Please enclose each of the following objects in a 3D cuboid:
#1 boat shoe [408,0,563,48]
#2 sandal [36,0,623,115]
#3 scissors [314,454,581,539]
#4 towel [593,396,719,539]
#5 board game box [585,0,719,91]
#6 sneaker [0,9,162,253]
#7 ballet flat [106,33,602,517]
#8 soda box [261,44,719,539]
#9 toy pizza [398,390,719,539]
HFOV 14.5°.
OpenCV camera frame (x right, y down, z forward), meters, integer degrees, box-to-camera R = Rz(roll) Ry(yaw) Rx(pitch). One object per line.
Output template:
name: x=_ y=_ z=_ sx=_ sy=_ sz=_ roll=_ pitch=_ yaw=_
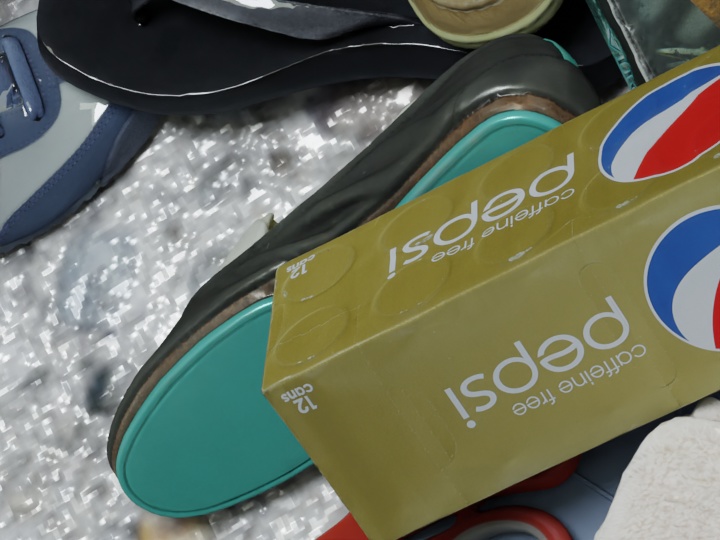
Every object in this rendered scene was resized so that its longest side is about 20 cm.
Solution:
boat shoe: x=0.022 y=-0.168 z=0.860 sx=0.073 sy=0.063 sz=0.202 roll=-7 pitch=81 yaw=25
sandal: x=-0.008 y=-0.094 z=0.905 sx=0.199 sy=0.043 sz=0.077 roll=-2 pitch=63 yaw=10
scissors: x=-0.018 y=0.092 z=0.863 sx=0.199 sy=0.014 sz=0.074 roll=-19 pitch=71 yaw=27
towel: x=0.106 y=0.127 z=0.715 sx=0.132 sy=0.035 sz=0.201 roll=13 pitch=58 yaw=18
board game box: x=0.150 y=-0.132 z=0.829 sx=0.199 sy=0.028 sz=0.136 roll=-27 pitch=91 yaw=-8
sneaker: x=-0.155 y=-0.036 z=0.931 sx=0.199 sy=0.082 sz=0.070 roll=-31 pitch=65 yaw=2
ballet flat: x=0.000 y=0.000 z=0.871 sx=0.200 sy=0.068 sz=0.069 roll=-39 pitch=28 yaw=24
soda box: x=0.072 y=-0.002 z=0.782 sx=0.199 sy=0.064 sz=0.068 roll=-27 pitch=26 yaw=19
toy pizza: x=0.097 y=0.080 z=0.823 sx=0.199 sy=0.032 sz=0.202 roll=-8 pitch=74 yaw=28
